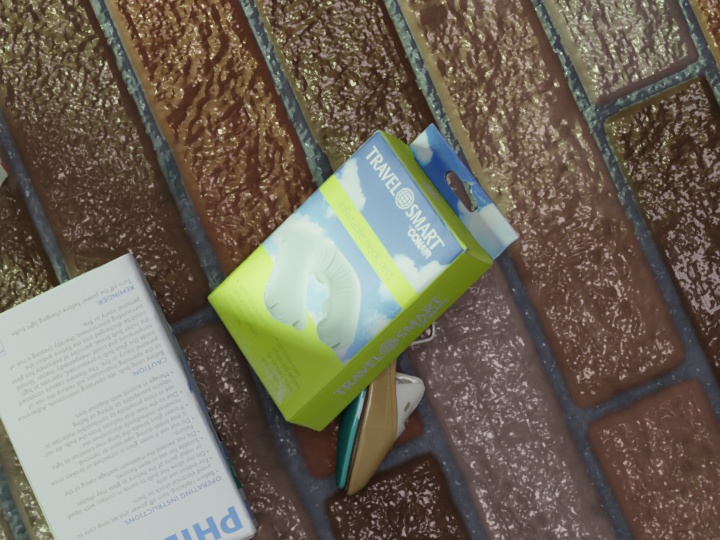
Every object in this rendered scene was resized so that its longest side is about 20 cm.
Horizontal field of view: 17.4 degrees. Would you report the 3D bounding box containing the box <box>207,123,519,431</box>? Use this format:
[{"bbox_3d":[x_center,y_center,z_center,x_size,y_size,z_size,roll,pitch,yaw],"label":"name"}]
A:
[{"bbox_3d":[0.000,0.000,1.629,0.200,0.048,0.122,-44,59,15],"label":"box"}]

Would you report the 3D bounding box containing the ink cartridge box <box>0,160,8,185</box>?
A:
[{"bbox_3d":[-0.350,-0.098,1.636,0.199,0.116,0.068,30,83,1],"label":"ink cartridge box"}]

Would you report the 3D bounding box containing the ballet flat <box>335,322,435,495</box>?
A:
[{"bbox_3d":[0.021,0.061,1.669,0.063,0.069,0.202,6,84,-9],"label":"ballet flat"}]

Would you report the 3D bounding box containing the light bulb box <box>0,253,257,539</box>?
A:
[{"bbox_3d":[-0.163,0.112,1.585,0.124,0.198,0.201,-25,87,-4],"label":"light bulb box"}]
